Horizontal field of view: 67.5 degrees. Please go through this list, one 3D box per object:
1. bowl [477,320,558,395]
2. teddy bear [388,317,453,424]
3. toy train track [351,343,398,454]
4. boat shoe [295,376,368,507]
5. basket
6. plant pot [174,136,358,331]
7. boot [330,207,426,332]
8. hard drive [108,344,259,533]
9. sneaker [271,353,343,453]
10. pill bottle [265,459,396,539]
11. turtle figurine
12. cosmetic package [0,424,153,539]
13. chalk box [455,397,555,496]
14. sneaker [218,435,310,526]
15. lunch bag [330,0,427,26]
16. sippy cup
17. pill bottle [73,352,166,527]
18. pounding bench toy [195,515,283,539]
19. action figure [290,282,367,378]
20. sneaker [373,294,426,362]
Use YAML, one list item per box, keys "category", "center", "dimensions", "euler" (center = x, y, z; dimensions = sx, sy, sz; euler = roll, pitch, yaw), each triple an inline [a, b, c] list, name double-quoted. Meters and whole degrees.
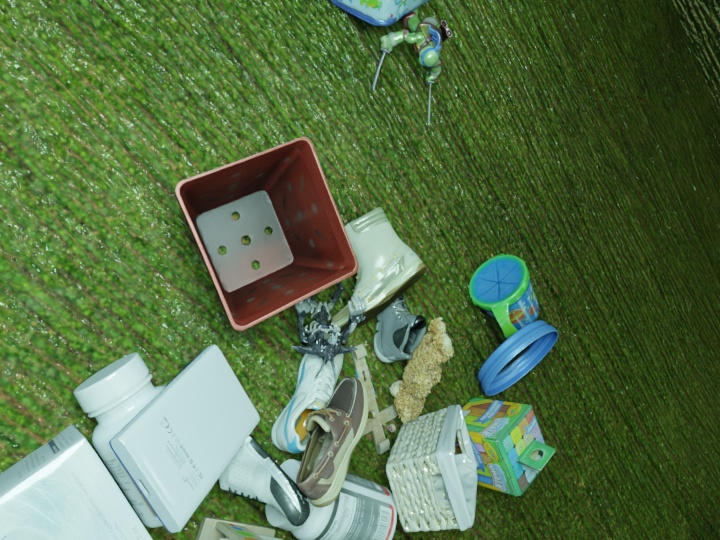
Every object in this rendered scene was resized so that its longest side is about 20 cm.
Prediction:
- category: "bowl"
  center: [0.330, 0.184, 1.140]
  dimensions: [0.198, 0.203, 0.040]
  euler: [-14, 51, -37]
- category: "teddy bear"
  center: [0.108, 0.179, 0.989]
  dimensions: [0.066, 0.202, 0.146]
  euler: [19, 36, -13]
- category: "toy train track"
  center: [0.023, 0.235, 0.985]
  dimensions: [0.113, 0.032, 0.204]
  euler: [-17, 93, -37]
- category: "boat shoe"
  center: [-0.045, 0.235, 0.794]
  dimensions: [0.072, 0.071, 0.202]
  euler: [50, 45, -30]
- category: "basket"
  center: [0.129, 0.343, 0.943]
  dimensions: [0.200, 0.121, 0.138]
  euler: [-31, 105, -74]
- category: "plant pot"
  center: [-0.150, -0.050, 0.793]
  dimensions: [0.197, 0.176, 0.204]
  euler: [-25, 98, -23]
- category: "boot"
  center: [0.000, 0.000, 0.967]
  dimensions: [0.156, 0.199, 0.072]
  euler: [54, 7, 18]
- category: "hard drive"
  center: [-0.214, 0.205, 0.694]
  dimensions: [0.134, 0.025, 0.200]
  euler: [63, 26, -14]
- category: "sneaker"
  center: [-0.071, 0.204, 0.890]
  dimensions: [0.076, 0.080, 0.203]
  euler: [35, 64, -26]
- category: "pill bottle"
  center: [-0.046, 0.380, 0.864]
  dimensions: [0.198, 0.113, 0.116]
  euler: [31, 67, -29]
- category: "turtle figurine"
  center: [0.101, -0.450, 1.110]
  dimensions: [0.140, 0.202, 0.197]
  euler: [7, 53, -7]
- category: "cosmetic package"
  center: [-0.369, 0.331, 0.627]
  dimensions: [0.199, 0.122, 0.202]
  euler: [-36, 105, -33]
- category: "chalk box"
  center: [0.280, 0.343, 1.058]
  dimensions: [0.124, 0.198, 0.126]
  euler: [-30, 101, -35]
- category: "sneaker"
  center: [-0.150, 0.301, 0.769]
  dimensions: [0.080, 0.198, 0.074]
  euler: [-44, 140, -20]
- category: "lunch bag"
  center: [0.042, -0.561, 1.041]
  dimensions: [0.159, 0.083, 0.200]
  euler: [32, 57, 15]
- category: "sippy cup"
  center: [0.325, 0.059, 1.181]
  dimensions: [0.130, 0.138, 0.179]
  euler: [46, 71, -35]
- category: "pill bottle"
  center: [-0.282, 0.218, 0.709]
  dimensions: [0.114, 0.113, 0.203]
  euler: [-34, 104, -34]
- category: "pounding bench toy"
  center: [-0.167, 0.471, 0.736]
  dimensions: [0.123, 0.155, 0.204]
  euler: [26, 69, -31]
- category: "action figure"
  center: [-0.057, 0.066, 0.878]
  dimensions: [0.116, 0.102, 0.204]
  euler: [1, 63, -18]
- category: "sneaker"
  center: [0.079, 0.068, 0.997]
  dimensions: [0.074, 0.115, 0.205]
  euler: [1, 84, -36]
